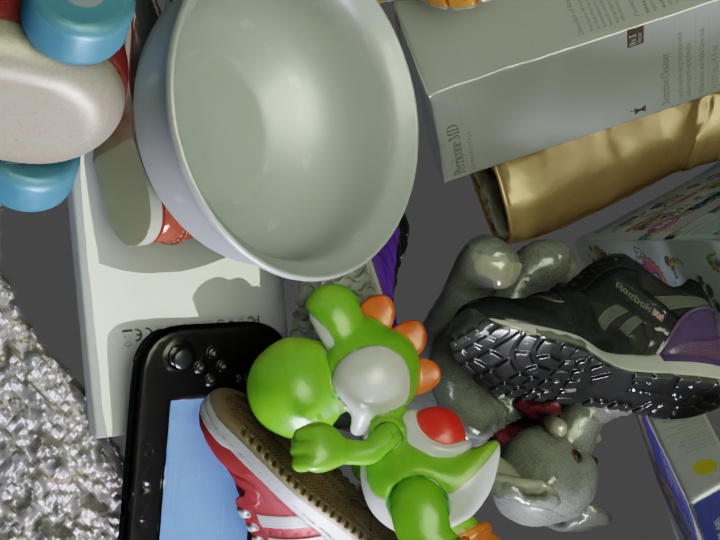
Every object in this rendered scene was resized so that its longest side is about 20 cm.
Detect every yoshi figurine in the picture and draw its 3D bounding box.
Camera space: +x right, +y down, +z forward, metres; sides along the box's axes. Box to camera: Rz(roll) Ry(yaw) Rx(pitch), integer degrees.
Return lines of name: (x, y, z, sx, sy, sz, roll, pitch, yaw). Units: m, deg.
yoshi figurine: (0.001, 0.109, 1.349, 0.112, 0.112, 0.200, -23, 83, -32)

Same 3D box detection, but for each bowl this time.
bowl: (-0.065, -0.088, 1.329, 0.201, 0.090, 0.201, 10, 77, -46)

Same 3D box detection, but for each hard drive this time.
hard drive: (-0.114, -0.003, 1.434, 0.132, 0.027, 0.200, -6, 93, -22)

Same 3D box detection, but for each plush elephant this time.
plush elephant: (0.104, 0.091, 1.447, 0.155, 0.165, 0.200, 36, 95, 18)

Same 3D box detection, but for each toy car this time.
toy car: (-0.220, -0.171, 1.335, 0.177, 0.184, 0.200, 10, 56, -14)

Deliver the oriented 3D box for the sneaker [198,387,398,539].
sneaker: (-0.049, 0.168, 1.399, 0.200, 0.071, 0.112, 44, 112, -12)

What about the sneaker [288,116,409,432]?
sneaker: (0.000, 0.000, 1.444, 0.100, 0.070, 0.200, -6, 86, -62)

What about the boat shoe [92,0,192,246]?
boat shoe: (-0.131, -0.113, 1.377, 0.063, 0.071, 0.200, -10, 85, -39)

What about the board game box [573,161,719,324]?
board game box: (0.253, -0.026, 1.490, 0.148, 0.200, 0.064, -28, 101, -19)

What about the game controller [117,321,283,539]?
game controller: (-0.098, 0.128, 1.413, 0.104, 0.042, 0.200, 0, 104, -23)

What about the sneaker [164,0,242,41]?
sneaker: (-0.069, -0.233, 1.417, 0.074, 0.088, 0.200, 7, 88, -22)

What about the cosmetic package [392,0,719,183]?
cosmetic package: (0.128, -0.142, 1.438, 0.200, 0.113, 0.081, -21, 61, -1)

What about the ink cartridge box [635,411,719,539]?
ink cartridge box: (0.231, 0.180, 1.455, 0.047, 0.200, 0.198, -20, 124, 0)

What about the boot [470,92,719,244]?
boot: (0.160, -0.128, 1.525, 0.200, 0.066, 0.175, -17, 83, -14)

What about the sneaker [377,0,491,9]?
sneaker: (0.020, -0.208, 1.396, 0.078, 0.200, 0.077, -47, 123, -31)

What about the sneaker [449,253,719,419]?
sneaker: (0.133, 0.030, 1.371, 0.200, 0.076, 0.088, 14, 59, -34)
